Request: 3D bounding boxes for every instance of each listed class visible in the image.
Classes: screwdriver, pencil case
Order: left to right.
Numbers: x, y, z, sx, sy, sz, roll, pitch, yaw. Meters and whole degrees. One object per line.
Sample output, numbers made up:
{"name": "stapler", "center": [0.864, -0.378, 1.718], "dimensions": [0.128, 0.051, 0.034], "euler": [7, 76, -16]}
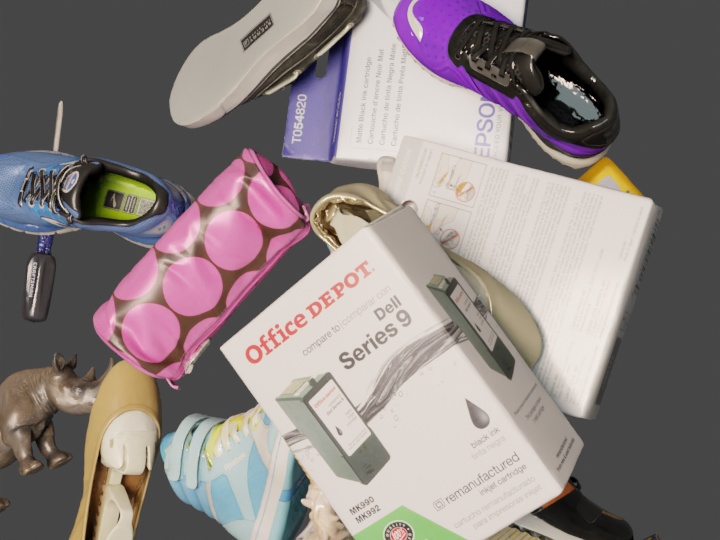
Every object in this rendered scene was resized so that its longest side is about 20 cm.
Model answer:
{"name": "screwdriver", "center": [-0.277, -0.054, 0.906], "dimensions": [0.029, 0.028, 0.202], "euler": [5, 85, 41]}
{"name": "pencil case", "center": [-0.124, -0.002, 0.840], "dimensions": [0.094, 0.091, 0.200], "euler": [42, 93, 11]}

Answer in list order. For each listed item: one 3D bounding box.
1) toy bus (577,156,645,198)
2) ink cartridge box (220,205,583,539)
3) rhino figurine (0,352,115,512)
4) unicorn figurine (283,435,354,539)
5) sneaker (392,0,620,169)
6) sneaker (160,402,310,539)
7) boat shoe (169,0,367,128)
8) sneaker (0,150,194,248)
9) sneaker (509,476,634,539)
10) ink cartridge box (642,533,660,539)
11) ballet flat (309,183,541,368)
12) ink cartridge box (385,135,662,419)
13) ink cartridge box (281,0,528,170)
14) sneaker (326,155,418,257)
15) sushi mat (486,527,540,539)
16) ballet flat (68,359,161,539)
{"name": "toy bus", "center": [0.142, 0.008, 0.796], "dimensions": [0.200, 0.065, 0.078], "euler": [-41, 79, 6]}
{"name": "ink cartridge box", "center": [0.025, 0.082, 0.663], "dimensions": [0.146, 0.084, 0.201], "euler": [-39, 86, 25]}
{"name": "rhino figurine", "center": [-0.294, 0.136, 0.878], "dimensions": [0.199, 0.060, 0.088], "euler": [-37, 76, 5]}
{"name": "unicorn figurine", "center": [-0.020, 0.194, 0.760], "dimensions": [0.073, 0.137, 0.202], "euler": [26, 115, 16]}
{"name": "sneaker", "center": [0.113, -0.159, 0.754], "dimensions": [0.199, 0.100, 0.070], "euler": [34, 88, 5]}
{"name": "sneaker", "center": [-0.096, 0.130, 0.801], "dimensions": [0.130, 0.079, 0.202], "euler": [25, 119, 16]}
{"name": "boat shoe", "center": [-0.079, -0.176, 0.848], "dimensions": [0.199, 0.063, 0.071], "euler": [-30, 61, 31]}
{"name": "sneaker", "center": [-0.242, -0.071, 0.856], "dimensions": [0.198, 0.089, 0.079], "euler": [7, 78, 5]}
{"name": "sneaker", "center": [0.126, 0.146, 0.755], "dimensions": [0.198, 0.070, 0.091], "euler": [23, 85, -7]}
{"name": "ink cartridge box", "center": [0.194, 0.255, 0.701], "dimensions": [0.175, 0.200, 0.084], "euler": [-29, 81, 8]}
{"name": "ballet flat", "center": [0.040, 0.006, 0.721], "dimensions": [0.200, 0.069, 0.070], "euler": [39, 94, 22]}
{"name": "ink cartridge box", "center": [0.104, 0.001, 0.756], "dimensions": [0.199, 0.057, 0.164], "euler": [18, 89, 28]}
{"name": "ink cartridge box", "center": [0.036, -0.183, 0.842], "dimensions": [0.198, 0.041, 0.202], "euler": [6, 88, 12]}
{"name": "sneaker", "center": [0.000, 0.000, 0.817], "dimensions": [0.086, 0.075, 0.201], "euler": [28, 90, 4]}
{"name": "sushi mat", "center": [0.080, 0.225, 0.768], "dimensions": [0.199, 0.012, 0.096], "euler": [-31, 82, -26]}
{"name": "ballet flat", "center": [-0.199, 0.178, 0.852], "dimensions": [0.063, 0.068, 0.202], "euler": [17, 97, 55]}
